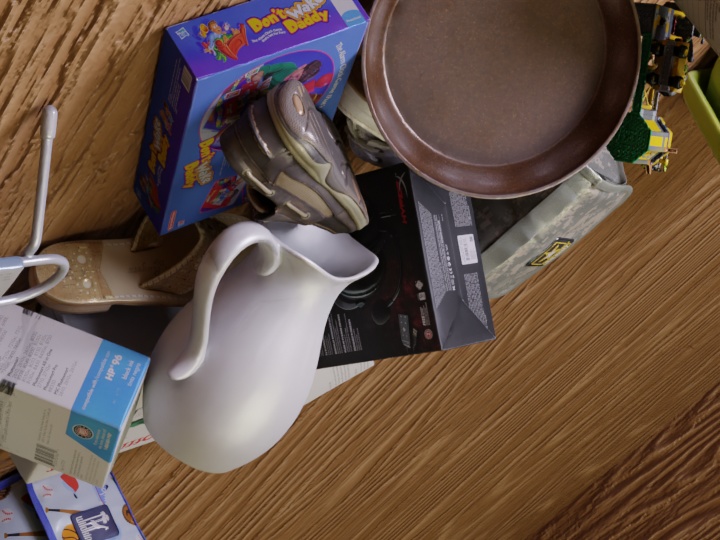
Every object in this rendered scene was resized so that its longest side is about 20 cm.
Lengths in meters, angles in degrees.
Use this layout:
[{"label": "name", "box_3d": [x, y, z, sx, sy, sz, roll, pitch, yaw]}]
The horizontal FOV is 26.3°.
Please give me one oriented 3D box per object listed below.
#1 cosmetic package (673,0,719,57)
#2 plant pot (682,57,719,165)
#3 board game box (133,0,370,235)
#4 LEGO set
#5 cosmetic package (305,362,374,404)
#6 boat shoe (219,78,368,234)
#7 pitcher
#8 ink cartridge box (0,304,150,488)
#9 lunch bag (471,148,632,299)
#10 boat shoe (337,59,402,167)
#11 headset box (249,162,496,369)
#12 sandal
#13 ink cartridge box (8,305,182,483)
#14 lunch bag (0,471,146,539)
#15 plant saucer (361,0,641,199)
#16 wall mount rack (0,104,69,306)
[{"label": "cosmetic package", "box_3d": [0.244, -0.233, 1.056, 0.087, 0.200, 0.103, -33, 162, 1]}, {"label": "plant pot", "box_3d": [0.458, -0.167, 1.569, 0.199, 0.200, 0.181, -11, 160, -47]}, {"label": "board game box", "box_3d": [-0.082, -0.113, 1.092, 0.134, 0.045, 0.200, -23, 159, -25]}, {"label": "LEGO set", "box_3d": [0.177, -0.150, 1.183, 0.199, 0.154, 0.116, 3, -177, 35]}, {"label": "cosmetic package", "box_3d": [-0.091, 0.095, 1.530, 0.200, 0.085, 0.108, -28, 160, -10]}, {"label": "boat shoe", "box_3d": [-0.049, -0.072, 1.087, 0.073, 0.075, 0.200, -21, 157, 7]}, {"label": "pitcher", "box_3d": [-0.095, 0.050, 1.154, 0.171, 0.121, 0.200, 9, 118, -57]}, {"label": "ink cartridge box", "box_3d": [-0.267, 0.079, 1.155, 0.116, 0.199, 0.068, 118, -7, -56]}, {"label": "lunch bag", "box_3d": [0.137, -0.065, 1.311, 0.164, 0.118, 0.200, -40, -162, 21]}, {"label": "boat shoe", "box_3d": [0.022, -0.111, 1.215, 0.069, 0.071, 0.200, -39, 161, 17]}, {"label": "headset box", "box_3d": [0.000, 0.000, 1.256, 0.200, 0.149, 0.077, -11, 178, 41]}, {"label": "sandal", "box_3d": [-0.146, -0.015, 1.185, 0.211, 0.078, 0.070, -11, 162, -35]}, {"label": "ink cartridge box", "box_3d": [-0.215, 0.085, 1.318, 0.146, 0.084, 0.200, -16, 155, -37]}, {"label": "lunch bag", "box_3d": [-0.316, 0.288, 1.536, 0.200, 0.170, 0.124, -25, 165, -14]}, {"label": "plant saucer", "box_3d": [0.097, -0.151, 1.085, 0.200, 0.201, 0.034, -32, -161, 1]}, {"label": "wall mount rack", "box_3d": [-0.271, -0.025, 0.989, 0.200, 0.075, 0.174, -10, 155, -47]}]
